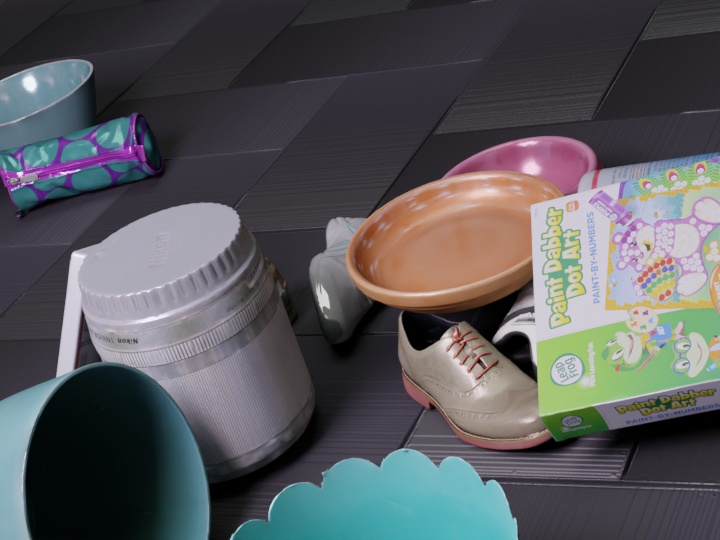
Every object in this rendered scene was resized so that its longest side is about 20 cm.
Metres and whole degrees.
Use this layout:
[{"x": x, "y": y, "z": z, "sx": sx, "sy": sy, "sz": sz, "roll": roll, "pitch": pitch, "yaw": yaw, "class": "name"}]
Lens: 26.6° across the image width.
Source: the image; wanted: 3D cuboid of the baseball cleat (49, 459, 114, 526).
[{"x": -0.270, "y": 0.192, "z": 1.283, "sx": 0.200, "sy": 0.107, "sz": 0.070, "roll": -39, "pitch": -16, "yaw": 20, "class": "baseball cleat"}]

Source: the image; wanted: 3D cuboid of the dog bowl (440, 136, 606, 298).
[{"x": 0.154, "y": -0.058, "z": 1.457, "sx": 0.198, "sy": 0.074, "sz": 0.201, "roll": -15, "pitch": 28, "yaw": 8, "class": "dog bowl"}]

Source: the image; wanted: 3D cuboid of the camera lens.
[{"x": -0.135, "y": 0.065, "z": 1.281, "sx": 0.159, "sy": 0.201, "sz": 0.160, "roll": -15, "pitch": 28, "yaw": 8, "class": "camera lens"}]

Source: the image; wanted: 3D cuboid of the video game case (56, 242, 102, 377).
[{"x": -0.218, "y": 0.039, "z": 1.381, "sx": 0.017, "sy": 0.144, "sz": 0.200, "roll": 12, "pitch": 12, "yaw": 15, "class": "video game case"}]

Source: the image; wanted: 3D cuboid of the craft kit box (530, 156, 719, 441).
[{"x": 0.228, "y": 0.016, "z": 1.146, "sx": 0.196, "sy": 0.049, "sz": 0.201, "roll": -16, "pitch": 50, "yaw": 23, "class": "craft kit box"}]

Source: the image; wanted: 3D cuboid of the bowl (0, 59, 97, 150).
[{"x": -0.435, "y": -0.192, "z": 2.044, "sx": 0.199, "sy": 0.106, "sz": 0.201, "roll": -15, "pitch": 28, "yaw": 8, "class": "bowl"}]

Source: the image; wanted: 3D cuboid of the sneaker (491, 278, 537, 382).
[{"x": 0.187, "y": 0.072, "z": 1.224, "sx": 0.088, "sy": 0.076, "sz": 0.199, "roll": -47, "pitch": 33, "yaw": -14, "class": "sneaker"}]

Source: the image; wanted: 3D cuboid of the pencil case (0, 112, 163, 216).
[{"x": -0.352, "y": -0.134, "z": 1.908, "sx": 0.198, "sy": 0.086, "sz": 0.092, "roll": -15, "pitch": 12, "yaw": 10, "class": "pencil case"}]

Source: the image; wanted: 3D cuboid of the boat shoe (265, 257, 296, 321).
[{"x": -0.146, "y": 0.061, "z": 1.439, "sx": 0.074, "sy": 0.069, "sz": 0.200, "roll": 8, "pitch": 38, "yaw": 41, "class": "boat shoe"}]

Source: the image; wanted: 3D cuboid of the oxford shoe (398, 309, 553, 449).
[{"x": 0.089, "y": 0.086, "z": 1.236, "sx": 0.070, "sy": 0.075, "sz": 0.199, "roll": -33, "pitch": 30, "yaw": -25, "class": "oxford shoe"}]

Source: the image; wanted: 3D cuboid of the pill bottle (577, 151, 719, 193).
[{"x": 0.292, "y": -0.045, "z": 1.306, "sx": 0.198, "sy": 0.109, "sz": 0.109, "roll": -8, "pitch": 29, "yaw": 22, "class": "pill bottle"}]

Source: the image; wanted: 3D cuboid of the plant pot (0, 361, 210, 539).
[{"x": -0.237, "y": 0.182, "z": 1.154, "sx": 0.160, "sy": 0.202, "sz": 0.201, "roll": -13, "pitch": 26, "yaw": 33, "class": "plant pot"}]

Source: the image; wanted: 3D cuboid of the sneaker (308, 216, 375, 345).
[{"x": 0.000, "y": 0.000, "z": 1.457, "sx": 0.079, "sy": 0.071, "sz": 0.201, "roll": -8, "pitch": 29, "yaw": 15, "class": "sneaker"}]

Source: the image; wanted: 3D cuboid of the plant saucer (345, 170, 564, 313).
[{"x": 0.086, "y": -0.021, "z": 1.319, "sx": 0.198, "sy": 0.038, "sz": 0.201, "roll": -14, "pitch": 29, "yaw": 8, "class": "plant saucer"}]

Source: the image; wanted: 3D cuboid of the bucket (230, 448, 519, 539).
[{"x": 0.020, "y": 0.226, "z": 0.961, "sx": 0.205, "sy": 0.136, "sz": 0.208, "roll": -14, "pitch": 29, "yaw": 8, "class": "bucket"}]
